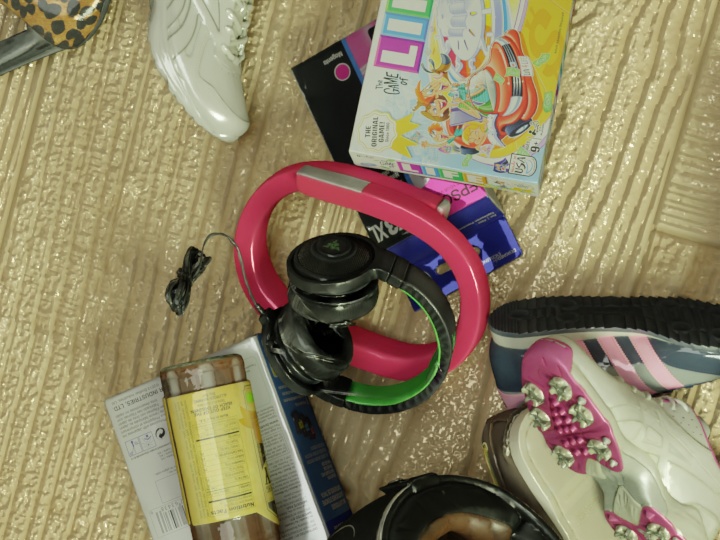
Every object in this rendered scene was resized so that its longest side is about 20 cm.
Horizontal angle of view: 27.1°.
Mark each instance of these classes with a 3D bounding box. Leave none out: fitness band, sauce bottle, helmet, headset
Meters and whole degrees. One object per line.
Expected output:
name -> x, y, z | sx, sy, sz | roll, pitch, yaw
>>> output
fitness band -> 0.000, 0.000, 1.067 | 0.198, 0.037, 0.145 | 20, 123, 18
sauce bottle -> -0.091, 0.161, 1.031 | 0.064, 0.065, 0.203 | -12, 88, 17
helmet -> 0.046, 0.252, 0.990 | 0.200, 0.200, 0.192 | 39, 132, 13
headset -> -0.033, 0.035, 1.022 | 0.198, 0.094, 0.124 | 24, 125, 0

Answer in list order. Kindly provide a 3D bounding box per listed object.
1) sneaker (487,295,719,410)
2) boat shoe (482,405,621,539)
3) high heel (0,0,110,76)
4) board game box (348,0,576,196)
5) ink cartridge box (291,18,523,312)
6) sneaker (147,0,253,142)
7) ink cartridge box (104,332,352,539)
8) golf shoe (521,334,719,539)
sneaker -> 0.188, 0.066, 1.030 | 0.197, 0.070, 0.083 | 3, 115, 15
boat shoe -> 0.146, 0.185, 1.032 | 0.059, 0.072, 0.202 | -14, 106, 58
high heel -> -0.279, -0.258, 1.155 | 0.141, 0.071, 0.202 | -18, 101, 23
board game box -> 0.077, -0.162, 1.039 | 0.133, 0.034, 0.203 | 10, 79, 10
ink cartridge box -> 0.033, -0.080, 1.085 | 0.094, 0.037, 0.202 | -27, 84, 16
sneaker -> -0.110, -0.198, 1.108 | 0.098, 0.078, 0.202 | -20, 85, 13
ink cartridge box -> -0.089, 0.163, 1.100 | 0.135, 0.076, 0.202 | -23, 82, 16
golf shoe -> 0.178, 0.107, 0.986 | 0.092, 0.075, 0.201 | -48, 115, -26
